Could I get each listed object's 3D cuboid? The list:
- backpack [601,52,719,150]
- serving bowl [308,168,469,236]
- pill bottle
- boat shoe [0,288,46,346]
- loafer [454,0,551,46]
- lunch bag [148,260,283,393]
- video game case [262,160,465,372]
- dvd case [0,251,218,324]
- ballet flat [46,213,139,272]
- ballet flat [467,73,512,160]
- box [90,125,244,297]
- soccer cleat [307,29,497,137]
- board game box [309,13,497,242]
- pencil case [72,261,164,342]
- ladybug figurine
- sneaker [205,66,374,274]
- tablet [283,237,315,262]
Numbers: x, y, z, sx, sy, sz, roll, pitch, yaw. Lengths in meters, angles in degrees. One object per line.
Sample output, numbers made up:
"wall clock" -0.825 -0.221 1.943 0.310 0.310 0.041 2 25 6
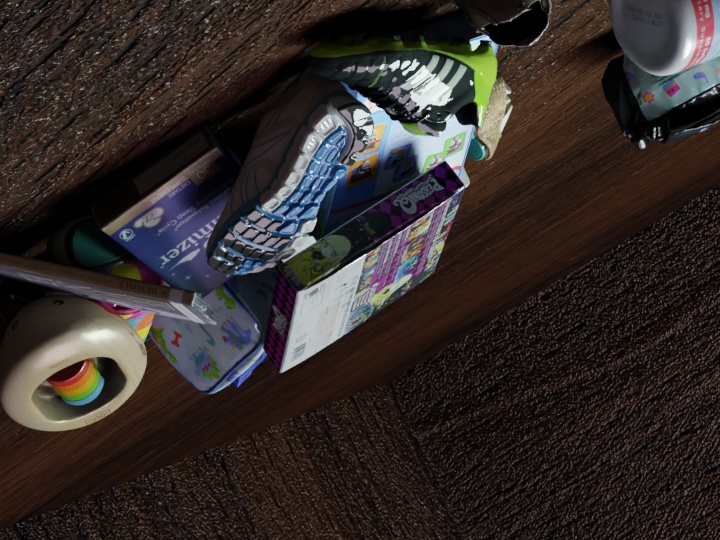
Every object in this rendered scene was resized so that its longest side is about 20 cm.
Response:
"backpack" 0.352 -0.217 2.089 0.199 0.127 0.167 -30 -177 20
"serving bowl" 0.002 -0.087 1.960 0.199 0.066 0.200 -15 -173 2
"pill bottle" 0.331 -0.254 1.843 0.199 0.109 0.109 -22 171 -27
"boat shoe" -0.318 0.045 1.914 0.068 0.072 0.200 -29 -178 -11
"loafer" 0.114 -0.206 1.617 0.073 0.072 0.200 -27 172 13
"lunch bag" -0.142 0.025 1.949 0.082 0.161 0.200 -38 177 -31
"video game case" 0.000 0.000 1.803 0.181 0.036 0.200 -33 165 -17
"dvd case" -0.227 0.014 1.742 0.198 0.016 0.149 11 173 5
"ballet flat" -0.188 -0.041 1.807 0.199 0.068 0.062 -12 -177 -32
"ballet flat" 0.121 -0.155 1.996 0.065 0.071 0.200 -40 176 -1
"box" -0.131 -0.038 1.753 0.121 0.033 0.200 -35 149 7
"soccer cleat" 0.037 -0.147 1.616 0.199 0.082 0.067 -2 -169 -45
"board game box" 0.035 -0.122 1.751 0.151 0.037 0.201 -21 146 -30
"pencil case" -0.238 0.042 1.929 0.088 0.089 0.200 -21 160 -27
"ladybug figurine" -0.261 0.079 1.810 0.135 0.072 0.200 -27 157 -7
"sneaker" -0.067 -0.084 1.676 0.075 0.087 0.200 17 122 -42
"tablet" -0.044 -0.050 2.057 0.199 0.014 0.130 -20 -148 -34
